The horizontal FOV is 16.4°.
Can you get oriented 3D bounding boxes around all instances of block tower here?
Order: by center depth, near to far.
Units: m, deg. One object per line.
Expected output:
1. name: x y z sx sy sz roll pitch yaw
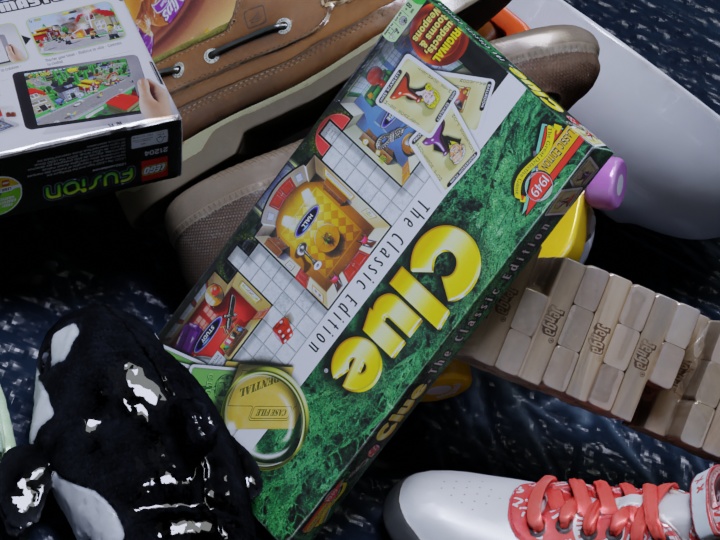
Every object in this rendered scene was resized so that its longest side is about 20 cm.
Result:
1. block tower: 0.122 0.040 1.015 0.199 0.058 0.054 23 -4 -9

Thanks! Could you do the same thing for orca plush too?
1. orca plush: -0.077 0.081 0.913 0.105 0.071 0.201 10 45 -15

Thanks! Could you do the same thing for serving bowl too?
1. serving bowl: 0.109 -0.074 1.201 0.200 0.066 0.200 36 4 -3

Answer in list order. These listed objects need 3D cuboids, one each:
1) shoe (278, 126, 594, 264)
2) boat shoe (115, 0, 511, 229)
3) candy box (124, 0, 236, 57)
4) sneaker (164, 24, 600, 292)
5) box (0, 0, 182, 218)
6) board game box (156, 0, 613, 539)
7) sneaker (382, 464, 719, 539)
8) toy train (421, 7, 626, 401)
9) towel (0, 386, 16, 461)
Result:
1. shoe: 0.019 -0.064 1.171 0.199 0.072 0.091 18 40 -2
2. boat shoe: -0.029 -0.096 1.050 0.068 0.199 0.072 61 4 10
3. candy box: -0.084 -0.160 1.145 0.200 0.056 0.117 -48 119 -32
4. sneaker: 0.018 -0.031 1.034 0.076 0.199 0.070 68 16 10
5. box: -0.182 -0.063 0.996 0.199 0.035 0.110 -14 49 -17
6. board game box: 0.000 0.000 0.978 0.105 0.200 0.023 42 13 24
7. sneaker: 0.116 0.101 0.984 0.200 0.108 0.067 26 35 2
8. toy train: 0.033 -0.031 1.087 0.150 0.200 0.056 36 -4 25
9. towel: -0.226 0.006 0.982 0.152 0.023 0.201 2 43 -27
